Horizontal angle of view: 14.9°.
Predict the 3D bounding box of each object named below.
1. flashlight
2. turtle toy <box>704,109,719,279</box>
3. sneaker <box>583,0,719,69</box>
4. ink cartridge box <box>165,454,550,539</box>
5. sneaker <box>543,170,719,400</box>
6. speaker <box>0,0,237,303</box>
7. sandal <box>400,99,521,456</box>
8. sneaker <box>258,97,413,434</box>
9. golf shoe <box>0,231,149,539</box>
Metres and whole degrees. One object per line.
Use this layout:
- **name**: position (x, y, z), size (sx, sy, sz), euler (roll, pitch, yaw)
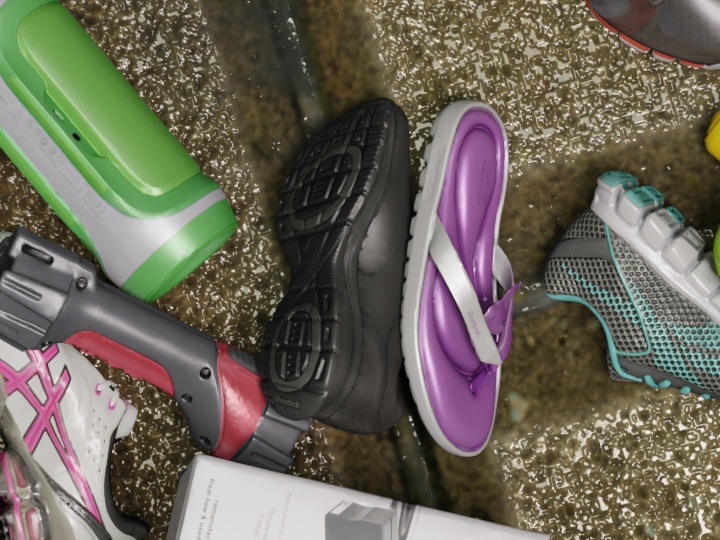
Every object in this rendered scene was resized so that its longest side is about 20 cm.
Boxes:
- **flashlight**: position (-0.124, 0.051, 1.544), size (0.199, 0.068, 0.068), euler (26, 65, -19)
- **turtle toy**: position (0.268, -0.060, 1.534), size (0.145, 0.101, 0.200), euler (36, 84, 3)
- **sneaker**: position (0.145, -0.185, 1.559), size (0.200, 0.082, 0.077), euler (37, 91, 3)
- **ink cartridge box**: position (-0.008, 0.167, 1.514), size (0.199, 0.145, 0.085), euler (14, 80, -5)
- **sneaker**: position (0.185, 0.040, 1.568), size (0.091, 0.078, 0.200), euler (-44, 83, 17)
- **speaker**: position (-0.161, -0.079, 1.572), size (0.088, 0.088, 0.200), euler (-40, 87, 2)
- **sandal**: position (0.064, 0.004, 1.556), size (0.050, 0.082, 0.204), euler (-2, 87, 42)
- **sneaker**: position (0.000, 0.000, 1.572), size (0.076, 0.091, 0.201), euler (-6, 66, 45)
- **golf shoe**: position (-0.178, 0.073, 1.582), size (0.091, 0.073, 0.202), euler (-11, 95, -11)
